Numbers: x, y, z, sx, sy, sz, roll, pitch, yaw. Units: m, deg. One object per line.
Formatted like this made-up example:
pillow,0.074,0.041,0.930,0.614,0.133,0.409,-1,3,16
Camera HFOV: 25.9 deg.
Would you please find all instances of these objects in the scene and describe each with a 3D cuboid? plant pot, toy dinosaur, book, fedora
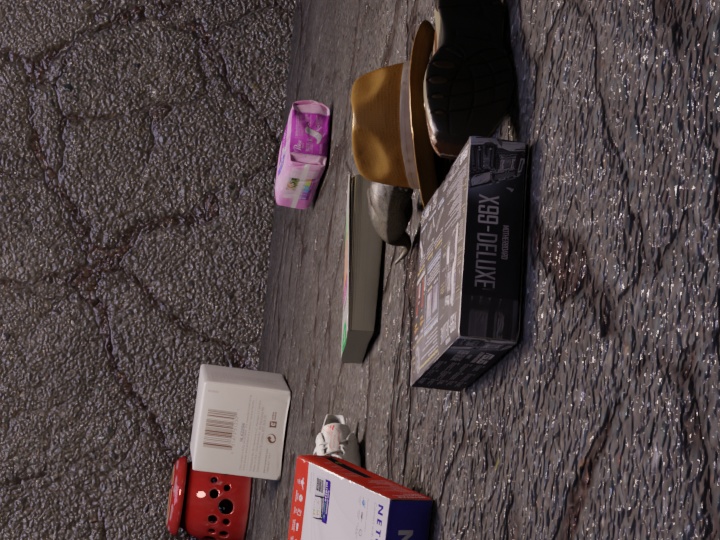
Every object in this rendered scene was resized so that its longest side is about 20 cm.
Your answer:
plant pot,-0.342,0.512,3.534,0.200,0.180,0.203,-171,90,-83
toy dinosaur,0.033,-0.082,1.635,0.103,0.076,0.202,-72,0,-53
book,0.000,0.000,1.948,0.134,0.047,0.203,106,167,-69
fedora,0.036,-0.134,1.446,0.201,0.081,0.204,-2,-90,-81

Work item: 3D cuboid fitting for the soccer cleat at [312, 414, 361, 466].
soccer cleat,-0.030,0.230,1.870,0.200,0.068,0.087,-102,15,-80

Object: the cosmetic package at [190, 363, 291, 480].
cosmetic package,-0.226,0.279,2.909,0.200,0.164,0.170,-140,57,-80

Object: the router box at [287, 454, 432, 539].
router box,-0.010,0.292,1.481,0.179,0.048,0.203,11,95,59

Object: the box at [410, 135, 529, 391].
box,0.085,0.000,1.264,0.200,0.049,0.160,120,155,-72

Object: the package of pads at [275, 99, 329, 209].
package of pads,-0.102,-0.201,2.742,0.200,0.075,0.122,115,159,-67

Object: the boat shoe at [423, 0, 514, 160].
boat shoe,0.088,-0.158,1.319,0.201,0.075,0.074,-79,1,-45
